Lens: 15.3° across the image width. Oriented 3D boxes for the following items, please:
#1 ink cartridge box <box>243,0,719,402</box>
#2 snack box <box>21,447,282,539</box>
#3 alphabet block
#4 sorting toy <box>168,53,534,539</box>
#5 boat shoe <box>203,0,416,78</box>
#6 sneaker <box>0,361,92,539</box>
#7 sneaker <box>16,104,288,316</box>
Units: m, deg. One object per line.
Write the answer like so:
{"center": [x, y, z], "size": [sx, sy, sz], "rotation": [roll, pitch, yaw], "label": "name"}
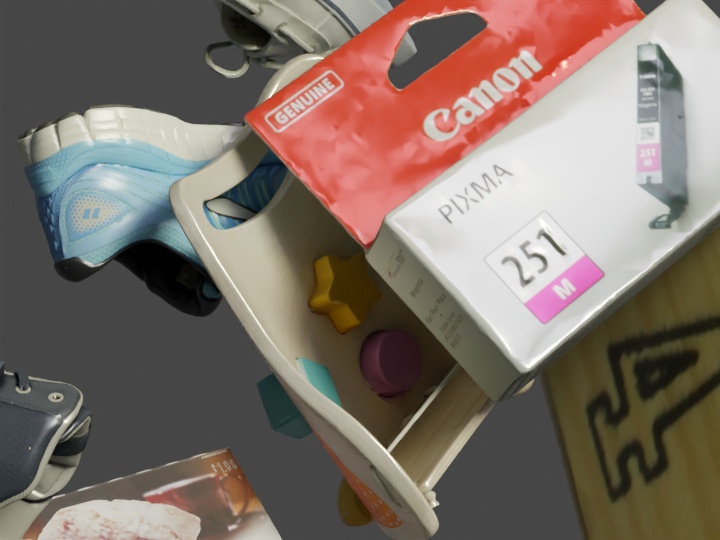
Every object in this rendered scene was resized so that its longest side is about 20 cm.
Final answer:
{"center": [0.078, -0.065, 1.194], "size": [0.200, 0.044, 0.174], "rotation": [-38, 80, -25], "label": "ink cartridge box"}
{"center": [-0.114, 0.129, 1.109], "size": [0.200, 0.024, 0.072], "rotation": [-13, 66, -45], "label": "snack box"}
{"center": [0.222, 0.059, 1.319], "size": [0.195, 0.196, 0.200], "rotation": [9, 52, -33], "label": "alphabet block"}
{"center": [0.000, 0.000, 1.210], "size": [0.180, 0.107, 0.200], "rotation": [51, 51, -12], "label": "sorting toy"}
{"center": [-0.044, -0.134, 1.355], "size": [0.075, 0.086, 0.202], "rotation": [60, 13, 24], "label": "boat shoe"}
{"center": [-0.175, 0.025, 1.075], "size": [0.146, 0.077, 0.203], "rotation": [10, 57, -4], "label": "sneaker"}
{"center": [-0.072, -0.020, 1.250], "size": [0.200, 0.078, 0.090], "rotation": [3, 76, -38], "label": "sneaker"}
